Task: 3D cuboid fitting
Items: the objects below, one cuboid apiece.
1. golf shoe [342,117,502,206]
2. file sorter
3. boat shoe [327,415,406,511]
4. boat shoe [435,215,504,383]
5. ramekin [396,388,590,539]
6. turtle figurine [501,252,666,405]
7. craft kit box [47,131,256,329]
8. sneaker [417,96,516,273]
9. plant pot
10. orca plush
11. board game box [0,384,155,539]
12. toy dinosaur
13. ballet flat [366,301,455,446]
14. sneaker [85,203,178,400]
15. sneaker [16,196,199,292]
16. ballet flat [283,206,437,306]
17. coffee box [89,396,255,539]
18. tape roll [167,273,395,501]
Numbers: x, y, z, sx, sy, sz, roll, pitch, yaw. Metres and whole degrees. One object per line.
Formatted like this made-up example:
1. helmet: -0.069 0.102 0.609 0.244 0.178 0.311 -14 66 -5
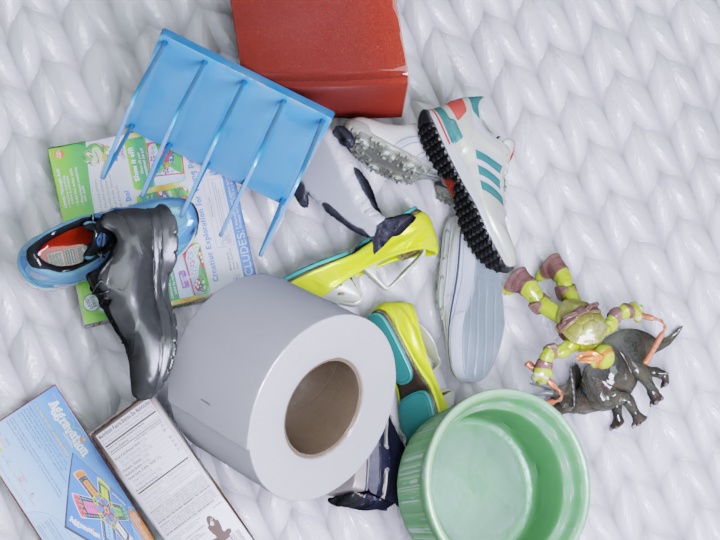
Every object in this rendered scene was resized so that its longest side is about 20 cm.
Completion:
1. golf shoe: 0.073 -0.144 1.808 0.199 0.078 0.098 23 73 -16
2. file sorter: -0.154 -0.127 1.661 0.199 0.139 0.123 26 42 -5
3. boat shoe: 0.010 0.172 1.760 0.092 0.074 0.202 24 61 -39
4. boat shoe: 0.119 0.030 1.794 0.073 0.066 0.202 23 69 -39
5. ramekin: 0.135 0.230 1.688 0.198 0.098 0.202 5 77 -24
6. turtle figurine: 0.229 0.060 1.771 0.199 0.065 0.162 -30 60 -16
7. craft kit box: -0.229 -0.054 1.752 0.196 0.049 0.202 -11 84 -14
8. sneaker: 0.142 -0.100 1.745 0.093 0.070 0.201 -24 86 -17
9. plant pot: -0.052 -0.271 1.744 0.175 0.200 0.202 -9 84 -2
10. orca plush: -0.006 -0.102 1.769 0.200 0.071 0.106 35 113 35
11. board game box: -0.317 0.234 1.710 0.103 0.019 0.201 -33 89 -11
12. toy dinosaur: 0.296 0.115 1.807 0.200 0.077 0.103 -40 97 -10
13. ballet flat: 0.069 0.127 1.775 0.067 0.067 0.201 -16 84 -40
14. sneaker: -0.235 0.032 1.624 0.090 0.076 0.202 1 81 -24
15. sneaker: -0.263 -0.027 1.676 0.199 0.090 0.079 -20 86 -12
16. ballet flat: 0.000 0.000 1.766 0.199 0.067 0.067 -28 87 -15
17. coffee box: -0.197 0.232 1.684 0.079 0.114 0.201 -35 89 -10
18. tape roll: -0.080 0.119 1.652 0.202 0.139 0.204 -20 121 -37
